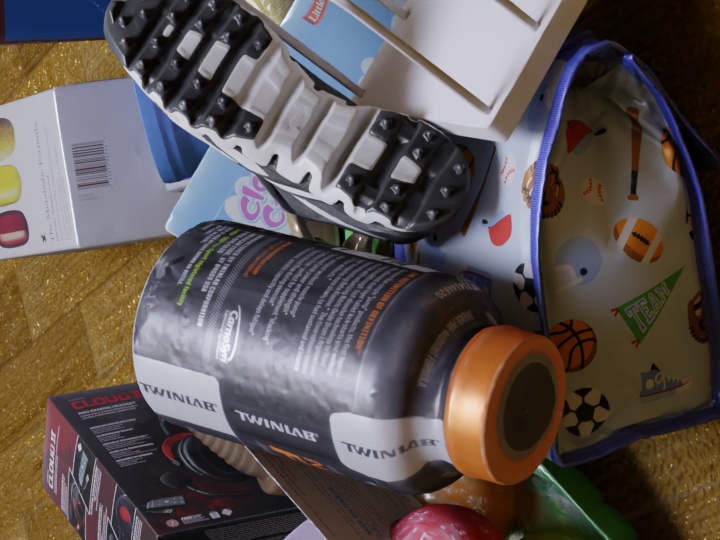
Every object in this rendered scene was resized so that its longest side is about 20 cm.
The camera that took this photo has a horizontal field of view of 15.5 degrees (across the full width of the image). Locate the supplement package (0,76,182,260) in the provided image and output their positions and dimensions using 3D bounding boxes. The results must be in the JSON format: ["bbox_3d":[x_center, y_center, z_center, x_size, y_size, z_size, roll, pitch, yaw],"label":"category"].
[{"bbox_3d":[-0.194,-0.071,1.866,0.200,0.109,0.114,-8,91,63],"label":"supplement package"}]

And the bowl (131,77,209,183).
[{"bbox_3d":[-0.119,-0.155,1.594,0.201,0.039,0.201,-11,-90,-89],"label":"bowl"}]

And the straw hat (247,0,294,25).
[{"bbox_3d":[-0.054,-0.161,1.541,0.201,0.085,0.202,12,106,45],"label":"straw hat"}]

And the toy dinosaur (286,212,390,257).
[{"bbox_3d":[-0.013,-0.001,1.375,0.200,0.058,0.101,-127,29,-59],"label":"toy dinosaur"}]

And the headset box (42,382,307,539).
[{"bbox_3d":[-0.112,0.139,1.734,0.200,0.148,0.075,44,134,50],"label":"headset box"}]

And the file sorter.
[{"bbox_3d":[0.040,-0.183,1.257,0.200,0.124,0.139,-61,28,-8],"label":"file sorter"}]

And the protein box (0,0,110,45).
[{"bbox_3d":[-0.234,-0.275,1.802,0.200,0.134,0.199,-124,33,-66],"label":"protein box"}]

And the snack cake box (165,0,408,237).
[{"bbox_3d":[-0.021,-0.103,1.445,0.200,0.067,0.115,-58,2,30],"label":"snack cake box"}]

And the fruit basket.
[{"bbox_3d":[0.054,0.148,1.338,0.185,0.200,0.094,47,123,27],"label":"fruit basket"}]

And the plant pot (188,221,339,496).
[{"bbox_3d":[-0.074,0.038,1.623,0.201,0.092,0.202,-177,90,-80],"label":"plant pot"}]

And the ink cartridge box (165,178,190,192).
[{"bbox_3d":[-0.086,-0.159,1.703,0.197,0.047,0.201,-8,89,64],"label":"ink cartridge box"}]

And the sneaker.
[{"bbox_3d":[-0.040,-0.069,1.287,0.200,0.067,0.091,31,163,6],"label":"sneaker"}]

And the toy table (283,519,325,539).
[{"bbox_3d":[-0.024,0.243,1.594,0.184,0.200,0.117,39,155,4],"label":"toy table"}]

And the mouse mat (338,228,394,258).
[{"bbox_3d":[0.000,0.000,1.506,0.200,0.007,0.162,123,150,-72],"label":"mouse mat"}]

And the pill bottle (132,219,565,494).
[{"bbox_3d":[-0.003,0.044,1.251,0.199,0.106,0.107,14,113,35],"label":"pill bottle"}]

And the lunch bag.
[{"bbox_3d":[0.094,-0.026,1.314,0.170,0.123,0.201,18,121,62],"label":"lunch bag"}]
